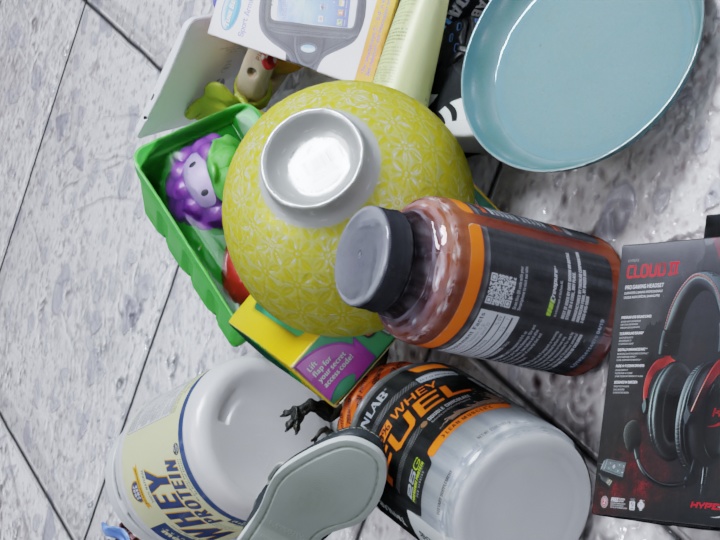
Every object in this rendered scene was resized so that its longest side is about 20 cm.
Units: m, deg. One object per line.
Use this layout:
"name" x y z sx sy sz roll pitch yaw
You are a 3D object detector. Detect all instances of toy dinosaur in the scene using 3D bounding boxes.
"toy dinosaur" -0.010 0.106 1.582 0.047 0.088 0.201 39 114 46

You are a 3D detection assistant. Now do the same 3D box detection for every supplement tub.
"supplement tub" 0.083 0.008 1.350 0.107 0.199 0.108 -30 53 51
"supplement tub" 0.069 0.141 1.402 0.200 0.122 0.123 28 103 59
"supplement tub" -0.131 0.168 1.710 0.200 0.144 0.146 -29 55 53

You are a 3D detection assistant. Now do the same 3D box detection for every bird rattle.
"bird rattle" -0.086 -0.212 1.786 0.163 0.112 0.201 -61 -12 -51

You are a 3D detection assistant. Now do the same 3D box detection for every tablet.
"tablet" -0.135 -0.193 1.828 0.014 0.200 0.131 37 116 17

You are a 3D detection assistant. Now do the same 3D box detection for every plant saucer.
"plant saucer" 0.163 -0.157 1.386 0.199 0.027 0.201 -19 55 30

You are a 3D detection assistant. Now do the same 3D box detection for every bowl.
"bowl" -0.021 -0.062 1.417 0.199 0.108 0.202 -5 68 14

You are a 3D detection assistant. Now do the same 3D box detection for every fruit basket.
"fruit basket" -0.087 -0.059 1.677 0.215 0.155 0.217 40 145 37

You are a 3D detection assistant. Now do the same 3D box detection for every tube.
"tube" 0.044 -0.181 1.523 0.058 0.052 0.201 8 80 34

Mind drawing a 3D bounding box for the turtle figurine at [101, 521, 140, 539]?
"turtle figurine" -0.314 0.348 1.959 0.194 0.143 0.202 -11 67 62

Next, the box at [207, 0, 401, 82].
"box" -0.047 -0.236 1.630 0.199 0.041 0.120 21 100 26

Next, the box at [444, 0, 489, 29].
"box" 0.045 -0.237 1.654 0.200 0.046 0.160 -55 37 34

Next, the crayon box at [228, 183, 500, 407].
"crayon box" 0.000 0.000 1.532 0.200 0.058 0.172 -49 23 -6

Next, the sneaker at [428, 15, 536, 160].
"sneaker" 0.099 -0.149 1.505 0.200 0.073 0.113 -1 79 60

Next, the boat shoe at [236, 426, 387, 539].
"boat shoe" -0.038 0.164 1.411 0.200 0.075 0.061 -45 15 42

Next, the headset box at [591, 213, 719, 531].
"headset box" 0.228 0.063 1.207 0.148 0.075 0.202 -4 77 60
